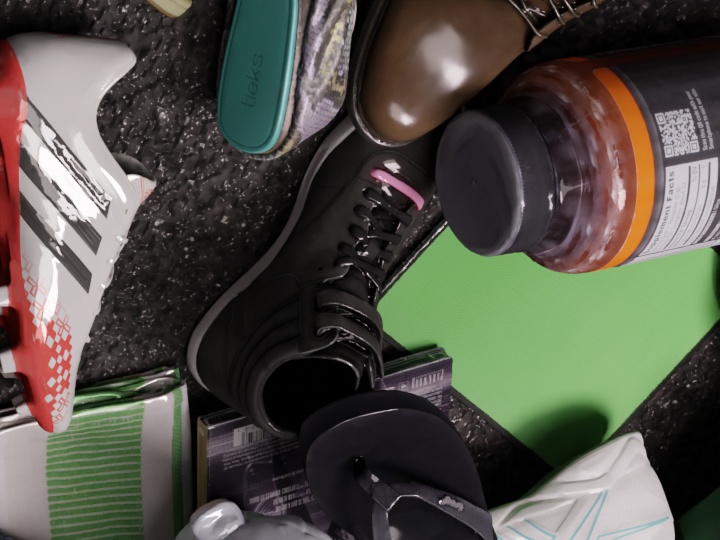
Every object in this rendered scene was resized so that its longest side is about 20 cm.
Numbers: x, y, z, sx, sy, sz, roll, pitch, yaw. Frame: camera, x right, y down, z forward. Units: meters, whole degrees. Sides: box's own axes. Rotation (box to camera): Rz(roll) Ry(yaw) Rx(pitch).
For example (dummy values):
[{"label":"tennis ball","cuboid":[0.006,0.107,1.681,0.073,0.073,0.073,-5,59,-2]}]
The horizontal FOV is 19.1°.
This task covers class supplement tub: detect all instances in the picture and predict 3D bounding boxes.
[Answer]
[{"label":"supplement tub","cuboid":[0.137,-0.058,1.060,0.199,0.107,0.107,-11,122,-31]}]

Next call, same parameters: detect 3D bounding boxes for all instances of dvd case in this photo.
[{"label":"dvd case","cuboid":[-0.021,0.145,1.153,0.148,0.016,0.201,-15,124,-28]}]

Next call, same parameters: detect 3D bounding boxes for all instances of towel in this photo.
[{"label":"towel","cuboid":[-0.179,0.134,1.076,0.199,0.023,0.153,-13,123,-20]}]

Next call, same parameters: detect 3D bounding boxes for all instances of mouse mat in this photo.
[{"label":"mouse mat","cuboid":[0.112,0.016,1.166,0.161,0.008,0.200,-47,128,4]}]

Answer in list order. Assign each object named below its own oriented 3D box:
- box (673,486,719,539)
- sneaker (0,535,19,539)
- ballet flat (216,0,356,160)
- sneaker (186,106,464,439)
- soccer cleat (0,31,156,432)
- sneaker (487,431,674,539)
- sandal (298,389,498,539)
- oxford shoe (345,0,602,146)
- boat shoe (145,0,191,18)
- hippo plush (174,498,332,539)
[{"label":"box","cuboid":[0.227,0.183,1.254,0.144,0.036,0.200,20,130,-34]},{"label":"sneaker","cuboid":[-0.202,0.158,1.014,0.200,0.082,0.070,31,100,-36]},{"label":"ballet flat","cuboid":[-0.024,-0.150,0.977,0.072,0.072,0.201,-3,118,-25]},{"label":"sneaker","cuboid":[0.000,0.000,1.043,0.071,0.099,0.200,33,98,-34]},{"label":"soccer cleat","cuboid":[-0.134,-0.015,0.988,0.085,0.069,0.201,-10,117,-16]},{"label":"sneaker","cuboid":[0.088,0.162,1.162,0.200,0.070,0.081,-26,85,-18]},{"label":"sandal","cuboid":[0.037,0.132,1.063,0.076,0.043,0.200,-31,127,3]},{"label":"oxford shoe","cuboid":[0.071,-0.136,1.000,0.073,0.084,0.200,41,89,-28]},{"label":"boat shoe","cuboid":[-0.113,-0.196,0.895,0.063,0.073,0.201,-33,119,-1]},{"label":"hippo plush","cuboid":[-0.080,0.189,1.027,0.159,0.200,0.162,15,87,-15]}]
